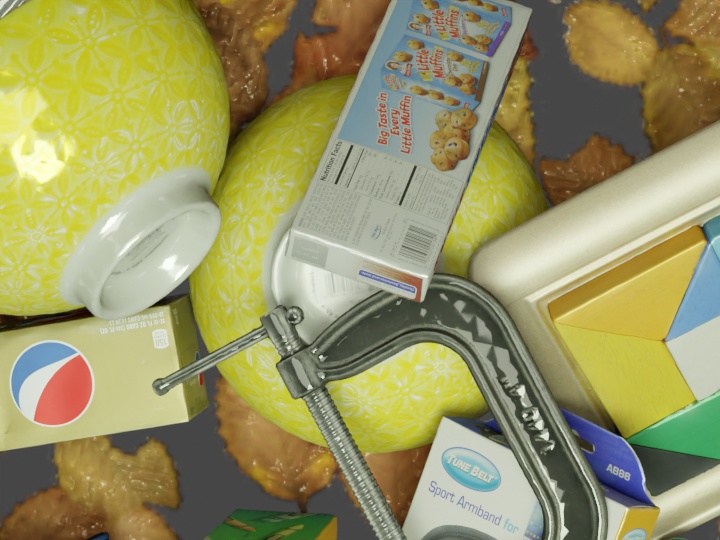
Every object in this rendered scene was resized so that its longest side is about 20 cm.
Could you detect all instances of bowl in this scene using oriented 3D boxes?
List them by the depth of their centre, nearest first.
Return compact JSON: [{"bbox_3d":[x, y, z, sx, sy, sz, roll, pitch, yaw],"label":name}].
[{"bbox_3d":[-0.132,-0.041,1.412,0.200,0.200,0.108,-46,71,8],"label":"bowl"},{"bbox_3d":[0.000,0.000,1.465,0.199,0.108,0.201,1,94,7],"label":"bowl"}]

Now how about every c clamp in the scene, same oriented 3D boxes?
[{"bbox_3d":[0.020,0.092,1.403,0.171,0.027,0.200,-34,87,13],"label":"c clamp"}]

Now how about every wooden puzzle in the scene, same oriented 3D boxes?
[{"bbox_3d":[0.176,0.034,1.447,0.185,0.037,0.200,-27,118,8],"label":"wooden puzzle"}]

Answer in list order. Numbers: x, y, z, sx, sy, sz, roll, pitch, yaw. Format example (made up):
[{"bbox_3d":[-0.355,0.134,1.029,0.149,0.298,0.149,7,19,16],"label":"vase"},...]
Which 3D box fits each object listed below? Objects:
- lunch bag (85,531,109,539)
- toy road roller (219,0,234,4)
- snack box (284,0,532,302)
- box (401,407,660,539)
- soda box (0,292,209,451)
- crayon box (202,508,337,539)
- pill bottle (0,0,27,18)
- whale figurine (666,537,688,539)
[{"bbox_3d":[-0.180,0.217,1.456,0.136,0.200,0.133,-33,87,13],"label":"lunch bag"},{"bbox_3d":[-0.034,-0.223,1.423,0.200,0.146,0.123,-34,88,-7],"label":"toy road roller"},{"bbox_3d":[0.027,-0.072,1.429,0.072,0.200,0.024,18,139,5],"label":"snack box"},{"bbox_3d":[0.070,0.166,1.437,0.119,0.041,0.201,24,101,33],"label":"box"},{"bbox_3d":[-0.186,0.060,1.510,0.199,0.068,0.064,-10,94,7],"label":"soda box"},{"bbox_3d":[-0.054,0.194,1.439,0.058,0.200,0.119,2,95,8],"label":"crayon box"},{"bbox_3d":[-0.221,-0.180,1.474,0.200,0.114,0.114,44,98,2],"label":"pill bottle"},{"bbox_3d":[0.118,0.201,1.468,0.200,0.104,0.159,43,98,5],"label":"whale figurine"}]
